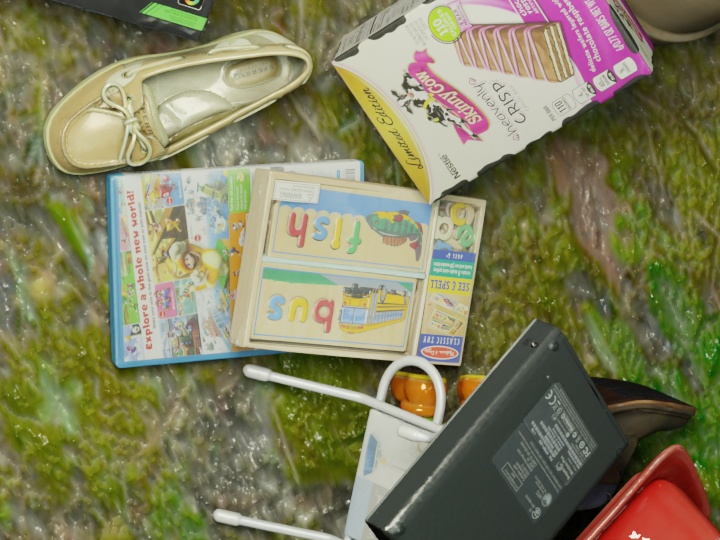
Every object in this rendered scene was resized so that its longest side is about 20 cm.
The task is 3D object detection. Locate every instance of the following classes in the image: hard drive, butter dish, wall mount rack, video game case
[{"bbox_3d":[0.104,0.155,1.506,0.200,0.033,0.140,-48,128,-18],"label":"hard drive"},{"bbox_3d":[0.239,0.269,1.619,0.199,0.148,0.200,-45,151,-7],"label":"butter dish"},{"bbox_3d":[-0.016,0.154,1.546,0.074,0.173,0.202,4,101,-52],"label":"wall mount rack"},{"bbox_3d":[-0.091,-0.007,1.547,0.198,0.018,0.145,-5,102,-20],"label":"video game case"}]

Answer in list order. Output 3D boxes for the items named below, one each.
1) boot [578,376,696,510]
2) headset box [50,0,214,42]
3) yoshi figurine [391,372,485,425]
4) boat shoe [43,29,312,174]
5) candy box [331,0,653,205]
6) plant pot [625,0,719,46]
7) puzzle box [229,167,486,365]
[{"bbox_3d":[0.187,0.139,1.638,0.199,0.074,0.098,5,101,-41],"label":"boot"},{"bbox_3d":[-0.165,-0.271,1.399,0.173,0.093,0.201,14,120,-23],"label":"headset box"},{"bbox_3d":[0.062,0.182,1.605,0.112,0.111,0.202,9,82,-58],"label":"yoshi figurine"},{"bbox_3d":[-0.132,-0.122,1.485,0.199,0.063,0.074,-19,106,-17],"label":"boat shoe"},{"bbox_3d":[0.097,-0.158,1.513,0.199,0.061,0.137,-31,106,21],"label":"candy box"},{"bbox_3d":[0.270,-0.270,1.528,0.198,0.173,0.202,-3,94,-36],"label":"plant pot"},{"bbox_3d":[0.000,0.000,1.558,0.198,0.025,0.135,5,97,-32],"label":"puzzle box"}]
